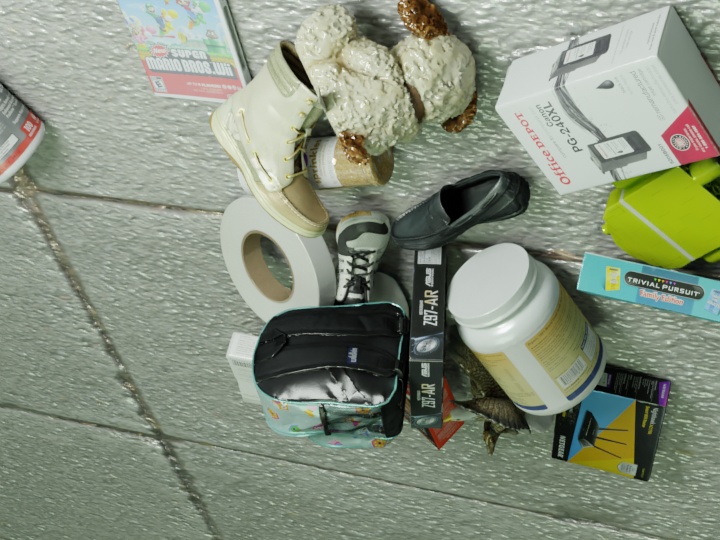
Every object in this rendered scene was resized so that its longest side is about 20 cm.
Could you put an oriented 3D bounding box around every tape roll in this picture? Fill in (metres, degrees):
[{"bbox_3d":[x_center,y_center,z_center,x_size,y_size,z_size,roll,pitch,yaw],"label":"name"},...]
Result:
[{"bbox_3d":[-0.113,-0.012,1.716,0.202,0.037,0.204,30,135,35],"label":"tape roll"}]

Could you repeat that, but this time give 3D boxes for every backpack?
[{"bbox_3d":[-0.037,0.136,1.629,0.198,0.177,0.154,3,141,6],"label":"backpack"}]

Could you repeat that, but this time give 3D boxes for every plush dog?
[{"bbox_3d":[0.043,-0.199,1.377,0.171,0.161,0.201,-26,130,3],"label":"plush dog"}]

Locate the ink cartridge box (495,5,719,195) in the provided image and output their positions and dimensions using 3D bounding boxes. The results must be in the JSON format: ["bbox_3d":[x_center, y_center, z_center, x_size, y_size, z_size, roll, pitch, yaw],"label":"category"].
[{"bbox_3d":[0.264,-0.172,1.329,0.199,0.084,0.145,-14,130,41],"label":"ink cartridge box"}]

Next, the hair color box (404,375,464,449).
[{"bbox_3d":[0.084,0.177,1.835,0.101,0.061,0.200,40,168,28],"label":"hair color box"}]

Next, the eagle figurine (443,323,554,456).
[{"bbox_3d":[0.181,0.175,1.757,0.151,0.151,0.201,32,155,24],"label":"eagle figurine"}]

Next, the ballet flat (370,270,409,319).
[{"bbox_3d":[0.033,0.085,1.810,0.069,0.070,0.201,12,143,16],"label":"ballet flat"}]

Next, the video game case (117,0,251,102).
[{"bbox_3d":[-0.213,-0.283,1.517,0.142,0.018,0.201,9,142,21],"label":"video game case"}]

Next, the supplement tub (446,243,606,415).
[{"bbox_3d":[0.212,0.076,1.627,0.143,0.145,0.200,-11,132,39],"label":"supplement tub"}]

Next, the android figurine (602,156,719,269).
[{"bbox_3d":[0.362,-0.069,1.444,0.181,0.041,0.200,35,143,-15],"label":"android figurine"}]

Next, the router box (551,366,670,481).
[{"bbox_3d":[0.353,0.214,1.802,0.148,0.051,0.201,12,143,14],"label":"router box"}]

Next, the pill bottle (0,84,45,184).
[{"bbox_3d":[-0.533,-0.218,1.700,0.115,0.116,0.200,-17,128,43],"label":"pill bottle"}]

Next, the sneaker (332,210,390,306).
[{"bbox_3d":[0.000,0.000,1.685,0.075,0.088,0.201,1,148,-9],"label":"sneaker"}]

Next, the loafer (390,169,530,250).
[{"bbox_3d":[0.112,-0.078,1.545,0.199,0.069,0.070,-19,145,36],"label":"loafer"}]

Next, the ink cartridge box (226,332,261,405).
[{"bbox_3d":[-0.092,0.165,1.911,0.198,0.045,0.177,11,153,9],"label":"ink cartridge box"}]

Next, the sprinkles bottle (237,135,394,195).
[{"bbox_3d":[-0.057,-0.133,1.579,0.198,0.069,0.068,-2,138,31],"label":"sprinkles bottle"}]

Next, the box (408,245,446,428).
[{"bbox_3d":[0.090,0.079,1.652,0.043,0.201,0.161,2,143,4],"label":"box"}]

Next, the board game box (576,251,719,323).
[{"bbox_3d":[0.363,0.024,1.491,0.198,0.047,0.151,13,-179,14],"label":"board game box"}]

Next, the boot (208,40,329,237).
[{"bbox_3d":[-0.074,-0.153,1.497,0.154,0.072,0.201,-41,84,33],"label":"boot"}]
